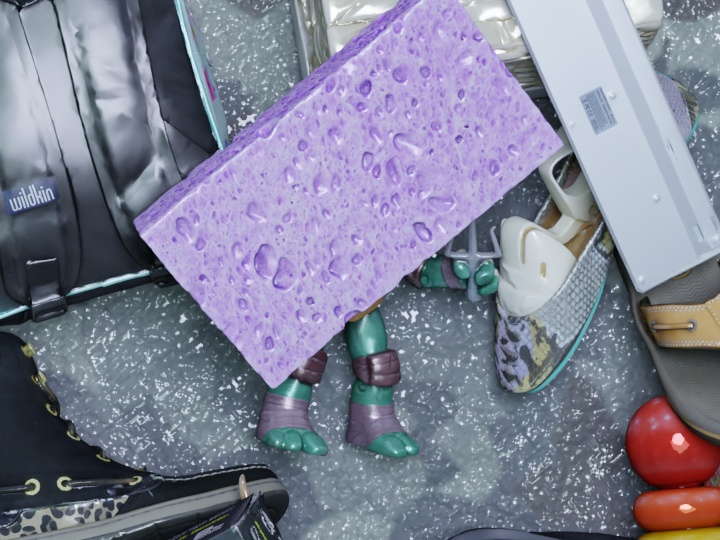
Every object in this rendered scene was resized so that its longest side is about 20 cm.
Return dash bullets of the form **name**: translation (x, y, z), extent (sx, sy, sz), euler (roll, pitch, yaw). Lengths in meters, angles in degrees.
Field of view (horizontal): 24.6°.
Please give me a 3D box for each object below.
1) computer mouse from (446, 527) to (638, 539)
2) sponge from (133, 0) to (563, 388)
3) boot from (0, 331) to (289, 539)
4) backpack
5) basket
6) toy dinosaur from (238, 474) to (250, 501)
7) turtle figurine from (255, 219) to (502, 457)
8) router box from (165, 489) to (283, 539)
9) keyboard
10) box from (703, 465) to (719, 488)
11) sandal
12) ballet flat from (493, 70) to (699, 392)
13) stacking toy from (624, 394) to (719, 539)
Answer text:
- **computer mouse**: translation (0.116, 0.199, 0.940), extent (0.199, 0.053, 0.139), euler (11, 84, -15)
- **sponge**: translation (-0.004, -0.045, 0.839), extent (0.200, 0.030, 0.112), euler (-40, 113, -3)
- **boot**: translation (-0.154, 0.097, 0.900), extent (0.203, 0.074, 0.154), euler (-12, 56, -20)
- **backpack**: translation (-0.164, -0.090, 0.885), extent (0.175, 0.153, 0.201), euler (-15, 105, -4)
- **basket**: translation (0.060, -0.166, 0.920), extent (0.199, 0.123, 0.136), euler (-9, 87, -3)
- **toy dinosaur**: translation (-0.059, 0.219, 0.874), extent (0.106, 0.060, 0.201), euler (25, 115, -8)
- **turtle figurine**: translation (0.000, 0.000, 0.917), extent (0.149, 0.101, 0.201), euler (7, 95, -16)
- **router box**: translation (-0.102, 0.225, 0.828), extent (0.199, 0.062, 0.150), euler (-29, 94, 9)
- **keyboard**: translation (0.131, -0.088, 0.866), extent (0.056, 0.011, 0.201), euler (-25, 102, 4)
- **box**: translation (0.266, 0.175, 0.912), extent (0.102, 0.095, 0.201), euler (-8, 87, -22)
- **sandal**: translation (0.189, 0.018, 0.895), extent (0.081, 0.055, 0.201), euler (-21, 47, 5)
- **ballet flat**: translation (0.116, -0.029, 0.934), extent (0.072, 0.072, 0.201), euler (30, 90, -1)
- **stacking toy**: translation (0.179, 0.168, 0.899), extent (0.085, 0.085, 0.201), euler (-4, 79, -3)
